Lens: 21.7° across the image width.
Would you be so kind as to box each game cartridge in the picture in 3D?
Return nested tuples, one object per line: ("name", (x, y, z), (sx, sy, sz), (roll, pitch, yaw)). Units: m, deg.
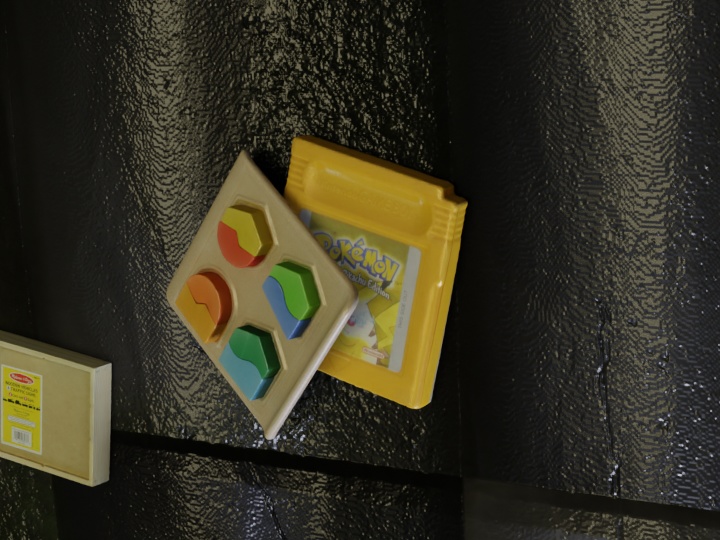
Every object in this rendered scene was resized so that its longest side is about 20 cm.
("game cartridge", (0.000, 0.000, 1.652), (0.175, 0.032, 0.202), (20, 112, 29))

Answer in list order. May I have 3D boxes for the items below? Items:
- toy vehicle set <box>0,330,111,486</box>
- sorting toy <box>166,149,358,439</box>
("toy vehicle set", (-0.338, 0.134, 1.909), (0.199, 0.026, 0.125), (13, 108, 31))
("sorting toy", (-0.097, 0.023, 1.685), (0.200, 0.036, 0.186), (53, 130, 28))
